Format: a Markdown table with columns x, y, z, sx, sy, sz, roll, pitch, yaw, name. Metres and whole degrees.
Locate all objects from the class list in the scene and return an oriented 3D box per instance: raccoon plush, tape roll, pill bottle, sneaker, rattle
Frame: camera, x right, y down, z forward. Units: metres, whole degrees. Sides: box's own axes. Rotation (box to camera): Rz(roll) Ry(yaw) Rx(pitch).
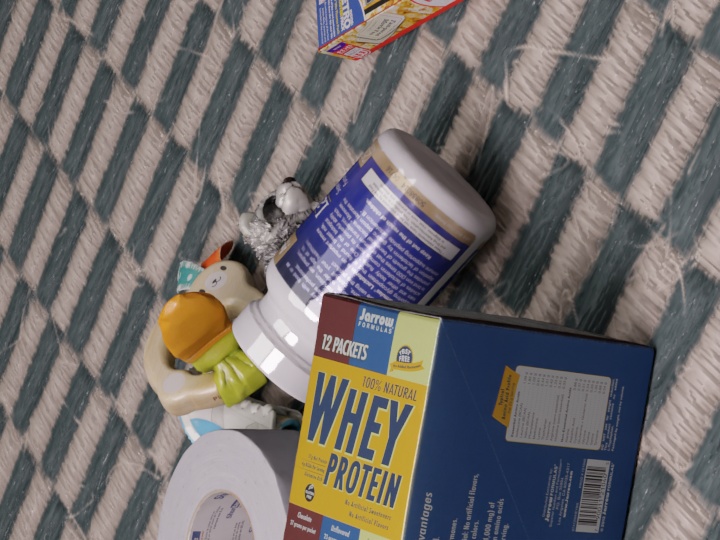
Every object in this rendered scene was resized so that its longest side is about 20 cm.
| x | y | z | sx | sy | sz | roll | pitch | yaw | name |
| --- | --- | --- | --- | --- | --- | --- | --- | --- | --- |
| -0.057 | 0.026 | 1.826 | 0.134 | 0.096 | 0.202 | 22 | 102 | 60 | raccoon plush |
| -0.084 | 0.224 | 1.725 | 0.200 | 0.066 | 0.202 | -9 | 79 | 55 | tape roll |
| 0.000 | 0.000 | 1.685 | 0.200 | 0.115 | 0.116 | -48 | 45 | 11 | pill bottle |
| -0.086 | 0.140 | 1.859 | 0.081 | 0.076 | 0.200 | -56 | 49 | 18 | sneaker |
| -0.145 | 0.013 | 1.866 | 0.130 | 0.143 | 0.201 | -27 | 42 | 26 | rattle |

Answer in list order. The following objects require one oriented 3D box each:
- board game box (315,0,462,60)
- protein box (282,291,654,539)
| x | y | z | sx | sy | sz | roll | pitch | yaw | name |
| --- | --- | --- | --- | --- | --- | --- | --- | --- | --- |
| 0.035 | -0.277 | 1.791 | 0.199 | 0.046 | 0.153 | -24 | 65 | 49 | board game box |
| 0.074 | 0.130 | 1.532 | 0.135 | 0.199 | 0.200 | 11 | 92 | 53 | protein box |
